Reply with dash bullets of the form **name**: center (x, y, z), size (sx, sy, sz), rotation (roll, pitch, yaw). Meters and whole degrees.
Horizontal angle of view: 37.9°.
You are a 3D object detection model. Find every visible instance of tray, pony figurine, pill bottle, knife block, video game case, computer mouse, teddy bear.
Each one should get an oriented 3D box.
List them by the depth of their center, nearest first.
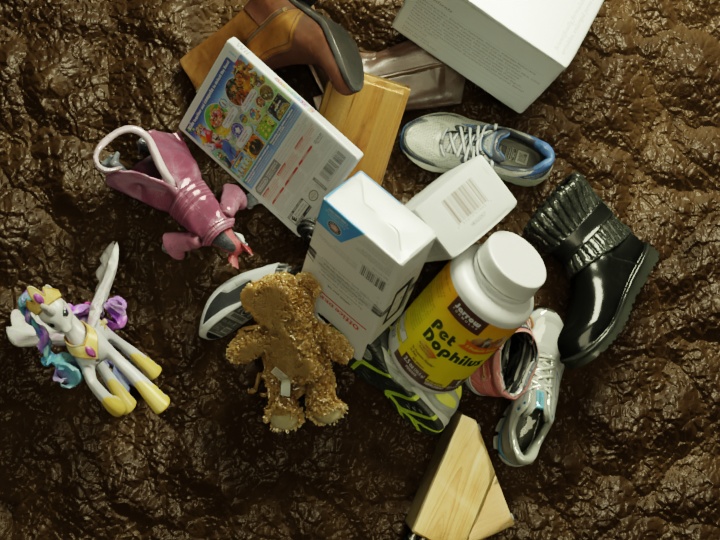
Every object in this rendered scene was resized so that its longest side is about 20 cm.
- **pill bottle**: center (0.122, 0.047, 1.195), size (0.109, 0.110, 0.200), rotation (35, 130, -4)
- **pony figurine**: center (-0.310, 0.071, 1.201), size (0.166, 0.193, 0.201), rotation (-40, 112, -2)
- **teddy bear**: center (-0.078, 0.094, 1.213), size (0.144, 0.067, 0.202), rotation (-24, 103, 19)
- **video game case**: center (-0.107, -0.152, 1.219), size (0.200, 0.018, 0.143), rotation (42, 129, 1)
- **computer mouse**: center (-0.119, 0.011, 1.258), size (0.199, 0.110, 0.044), rotation (-35, 74, 3)
- **tray**: center (-0.016, -0.138, 1.265), size (0.097, 0.037, 0.202), rotation (16, 106, -6)
- **knife block**: center (0.089, 0.294, 1.283), size (0.174, 0.064, 0.202), rotation (-21, 91, -7)

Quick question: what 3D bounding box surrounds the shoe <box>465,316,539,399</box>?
- **shoe**: center (0.185, 0.057, 1.274), size (0.071, 0.091, 0.203), rotation (16, 84, -23)

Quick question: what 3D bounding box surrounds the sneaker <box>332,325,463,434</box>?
- **sneaker**: center (0.043, 0.108, 1.289), size (0.200, 0.075, 0.076), rotation (49, 59, -3)

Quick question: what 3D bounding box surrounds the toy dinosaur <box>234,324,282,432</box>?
- **toy dinosaur**: center (-0.098, 0.092, 1.281), size (0.105, 0.060, 0.203), rotation (13, 87, -18)

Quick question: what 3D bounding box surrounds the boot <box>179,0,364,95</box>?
- **boot**: center (-0.108, -0.232, 1.220), size (0.199, 0.068, 0.189), rotation (-37, 78, 21)

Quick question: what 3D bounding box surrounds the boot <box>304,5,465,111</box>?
- **boot**: center (0.026, -0.275, 1.287), size (0.198, 0.064, 0.189), rotation (-16, 104, -3)

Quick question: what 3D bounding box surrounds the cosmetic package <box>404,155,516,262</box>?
- **cosmetic package**: center (0.101, -0.066, 1.222), size (0.101, 0.200, 0.074), rotation (-39, 93, -6)

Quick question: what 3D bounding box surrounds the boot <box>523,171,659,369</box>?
- **boot**: center (0.260, -0.001, 1.284), size (0.157, 0.079, 0.212), rotation (41, 62, -9)

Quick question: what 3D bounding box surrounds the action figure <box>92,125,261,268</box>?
- **action figure**: center (-0.196, -0.088, 1.227), size (0.200, 0.149, 0.134), rotation (43, 79, 10)

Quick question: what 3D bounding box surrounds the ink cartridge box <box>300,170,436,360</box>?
- **ink cartridge box**: center (0.000, 0.000, 1.186), size (0.116, 0.201, 0.068), rotation (41, 54, 14)

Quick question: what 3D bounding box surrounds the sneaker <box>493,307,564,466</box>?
- **sneaker**: center (0.219, 0.146, 1.289), size (0.074, 0.087, 0.203), rotation (11, 86, -3)

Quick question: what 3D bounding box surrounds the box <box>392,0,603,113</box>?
- **box**: center (0.177, -0.337, 1.246), size (0.199, 0.131, 0.200), rotation (33, 69, -4)

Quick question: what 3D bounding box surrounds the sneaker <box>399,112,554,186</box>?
- **sneaker**: center (0.148, -0.156, 1.287), size (0.197, 0.085, 0.078), rotation (8, 88, -5)
